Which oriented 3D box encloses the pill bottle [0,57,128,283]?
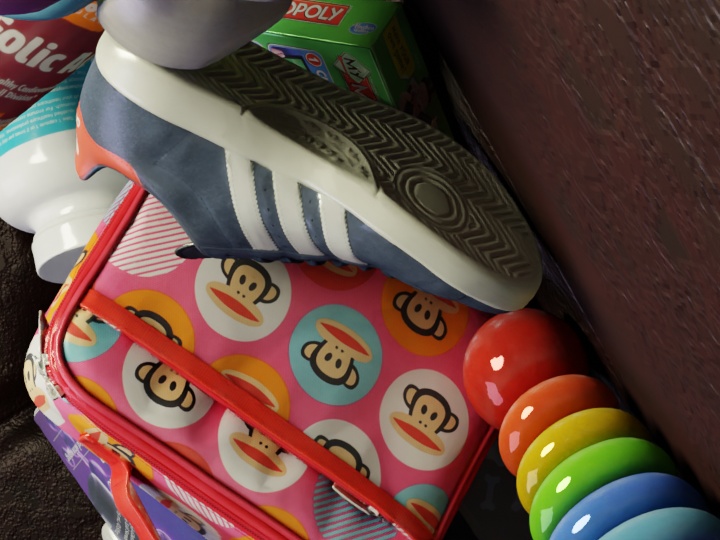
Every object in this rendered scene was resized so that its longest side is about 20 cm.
[{"bbox_3d":[-0.177,-0.098,1.155,0.111,0.110,0.202,75,-178,-73],"label":"pill bottle"}]

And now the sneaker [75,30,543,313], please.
[{"bbox_3d":[-0.025,-0.027,0.776,0.199,0.085,0.075,30,-146,-4],"label":"sneaker"}]

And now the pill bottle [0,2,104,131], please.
[{"bbox_3d":[-0.162,-0.161,0.981,0.114,0.199,0.115,36,-144,-32],"label":"pill bottle"}]

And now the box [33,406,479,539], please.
[{"bbox_3d":[-0.053,0.104,0.942,0.201,0.104,0.148,54,152,6],"label":"box"}]

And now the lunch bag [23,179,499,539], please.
[{"bbox_3d":[-0.044,0.052,0.840,0.199,0.177,0.082,35,155,-9],"label":"lunch bag"}]

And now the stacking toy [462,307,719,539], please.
[{"bbox_3d":[0.095,0.092,0.767,0.201,0.085,0.086,61,178,45],"label":"stacking toy"}]

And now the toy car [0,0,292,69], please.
[{"bbox_3d":[-0.097,-0.149,0.650,0.176,0.149,0.200,58,155,-4],"label":"toy car"}]

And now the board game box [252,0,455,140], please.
[{"bbox_3d":[-0.013,-0.047,0.872,0.134,0.029,0.201,13,146,31],"label":"board game box"}]

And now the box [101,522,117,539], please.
[{"bbox_3d":[-0.009,0.200,1.130,0.201,0.171,0.199,53,180,29],"label":"box"}]

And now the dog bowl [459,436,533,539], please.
[{"bbox_3d":[0.069,0.112,1.091,0.201,0.058,0.200,54,180,0],"label":"dog bowl"}]
